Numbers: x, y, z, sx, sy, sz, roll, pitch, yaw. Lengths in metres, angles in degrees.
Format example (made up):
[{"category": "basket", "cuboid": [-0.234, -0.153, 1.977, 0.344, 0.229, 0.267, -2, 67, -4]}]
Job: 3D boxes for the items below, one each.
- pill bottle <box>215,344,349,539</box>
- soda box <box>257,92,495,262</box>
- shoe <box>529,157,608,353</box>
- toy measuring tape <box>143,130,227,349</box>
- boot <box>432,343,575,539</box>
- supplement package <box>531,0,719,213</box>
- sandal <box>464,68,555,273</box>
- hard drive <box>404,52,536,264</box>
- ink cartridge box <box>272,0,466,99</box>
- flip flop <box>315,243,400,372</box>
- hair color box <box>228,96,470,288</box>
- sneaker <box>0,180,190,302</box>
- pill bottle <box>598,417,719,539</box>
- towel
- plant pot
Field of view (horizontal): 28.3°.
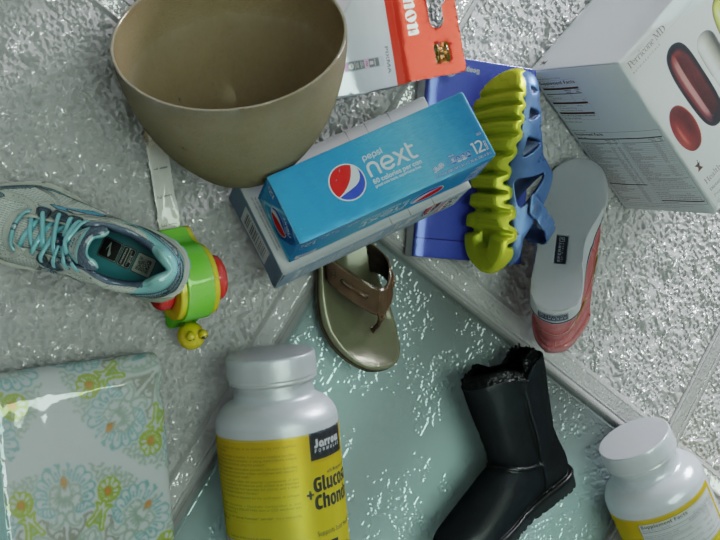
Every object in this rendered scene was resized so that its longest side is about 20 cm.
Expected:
[{"category": "pill bottle", "cuboid": [-0.072, 0.174, 1.299, 0.112, 0.112, 0.201, -9, 98, -29]}, {"category": "soda box", "cuboid": [0.014, -0.083, 1.266, 0.199, 0.064, 0.068, -25, 82, -17]}, {"category": "shoe", "cuboid": [0.213, -0.015, 1.491, 0.091, 0.071, 0.201, 80, 21, -57]}, {"category": "toy measuring tape", "cuboid": [-0.158, -0.027, 1.270, 0.073, 0.073, 0.201, -10, 99, -29]}, {"category": "boot", "cuboid": [0.127, 0.185, 1.441, 0.200, 0.076, 0.169, -31, 111, -32]}, {"category": "supplement package", "cuboid": [0.326, -0.198, 1.494, 0.191, 0.147, 0.200, -49, 115, -18]}, {"category": "sandal", "cuboid": [0.154, -0.099, 1.417, 0.087, 0.079, 0.201, -3, 103, -33]}, {"category": "hard drive", "cuboid": [0.112, -0.111, 1.446, 0.131, 0.025, 0.201, 4, 91, -30]}, {"category": "ink cartridge box", "cuboid": [0.006, -0.250, 1.349, 0.199, 0.057, 0.163, -13, 99, -15]}, {"category": "flip flop", "cuboid": [0.000, 0.000, 1.368, 0.081, 0.057, 0.201, -11, 95, -33]}, {"category": "hair color box", "cuboid": [-0.010, -0.073, 1.324, 0.199, 0.061, 0.099, -25, 83, -16]}, {"category": "sneaker", "cuboid": [-0.238, -0.028, 1.191, 0.199, 0.086, 0.078, 14, 88, -5]}, {"category": "pill bottle", "cuboid": [0.331, 0.264, 1.545, 0.112, 0.112, 0.201, -33, 108, -24]}, {"category": "towel", "cuboid": [-0.251, 0.180, 1.245, 0.170, 0.048, 0.201, -7, 96, -32]}, {"category": "plant pot", "cuboid": [-0.106, -0.151, 1.242, 0.200, 0.200, 0.135, -32, 142, -24]}]
